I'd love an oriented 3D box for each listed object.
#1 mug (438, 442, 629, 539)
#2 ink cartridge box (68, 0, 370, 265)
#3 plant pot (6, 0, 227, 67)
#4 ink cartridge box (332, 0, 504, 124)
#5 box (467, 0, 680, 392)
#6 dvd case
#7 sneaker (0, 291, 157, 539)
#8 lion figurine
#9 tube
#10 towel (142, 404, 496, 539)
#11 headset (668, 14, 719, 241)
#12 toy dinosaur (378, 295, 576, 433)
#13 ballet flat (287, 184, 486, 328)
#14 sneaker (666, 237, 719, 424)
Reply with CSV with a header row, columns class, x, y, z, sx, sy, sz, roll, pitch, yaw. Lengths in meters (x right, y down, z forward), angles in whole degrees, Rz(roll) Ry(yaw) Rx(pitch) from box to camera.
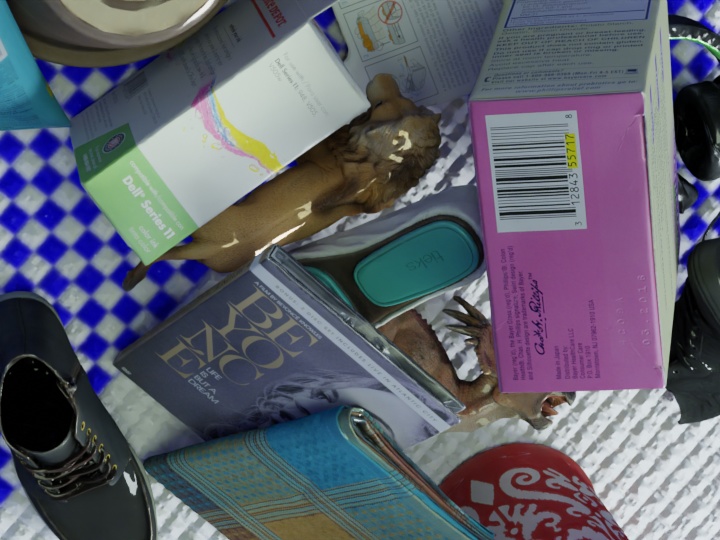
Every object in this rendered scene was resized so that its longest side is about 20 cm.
class,x,y,z,sx,sy,sz,roll,pitch,yaw
mug,0.111,0.224,1.400,0.177,0.200,0.134,-33,116,-4
ink cartridge box,-0.068,-0.102,1.265,0.200,0.117,0.067,-35,114,4
plant pot,-0.134,-0.197,1.185,0.199,0.175,0.201,-5,109,-15
ink cartridge box,0.048,-0.187,1.332,0.199,0.050,0.163,-19,115,9
box,0.128,-0.054,1.253,0.096,0.200,0.177,-2,115,13
dvd case,-0.047,0.069,1.302,0.149,0.200,0.016,41,53,-13
sneaker,-0.179,0.119,1.320,0.074,0.106,0.201,-26,113,-1
lion figurine,-0.046,-0.039,1.290,0.200,0.122,0.073,-37,108,-12
tube,-0.208,-0.111,1.193,0.077,0.200,0.051,3,73,0
towel,-0.026,0.143,1.350,0.147,0.199,0.022,44,54,-25
headset,0.211,-0.066,1.386,0.123,0.094,0.200,-36,122,-2
toy dinosaur,0.024,0.053,1.382,0.200,0.086,0.136,39,83,-8
ballet flat,0.000,0.000,1.291,0.199,0.070,0.070,-22,120,31
sneaker,0.216,0.043,1.389,0.104,0.060,0.200,-12,152,26
